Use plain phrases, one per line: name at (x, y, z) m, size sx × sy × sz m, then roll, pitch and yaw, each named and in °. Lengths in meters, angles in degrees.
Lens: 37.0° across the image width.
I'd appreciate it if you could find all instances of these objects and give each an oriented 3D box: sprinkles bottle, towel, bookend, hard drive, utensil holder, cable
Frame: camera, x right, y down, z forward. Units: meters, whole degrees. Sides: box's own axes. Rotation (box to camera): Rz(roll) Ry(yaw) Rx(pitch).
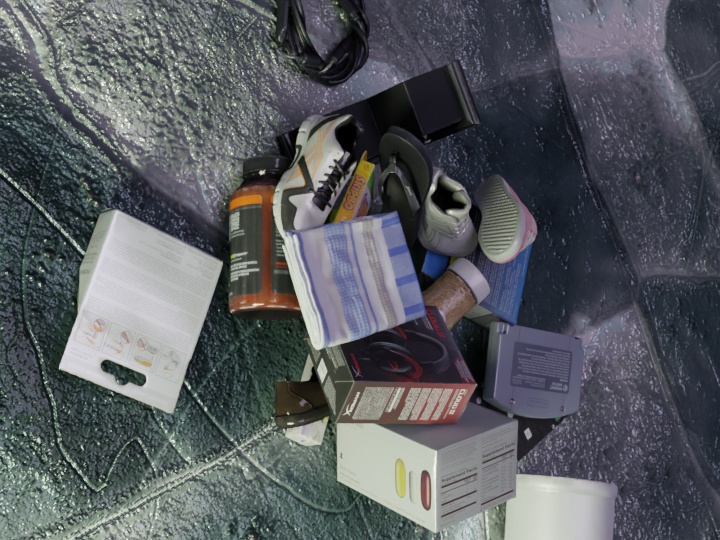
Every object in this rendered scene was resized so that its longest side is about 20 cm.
sprinkles bottle at (0.093, 0.071, 1.524) m, size 0.199 × 0.068 × 0.069 m, roll -42°, pitch 108°, yaw -12°
towel at (-0.003, 0.007, 1.330) m, size 0.198 × 0.024 × 0.150 m, roll -13°, pitch 85°, yaw -43°
bookend at (0.025, -0.194, 1.480) m, size 0.197 × 0.198 × 0.094 m, roll -27°, pitch 97°, yaw -39°
hard drive at (0.240, 0.209, 1.677) m, size 0.199 × 0.038 × 0.142 m, roll -33°, pitch 102°, yaw -37°
utensil holder at (0.292, 0.414, 1.601) m, size 0.168 × 0.169 × 0.204 m, roll 15°, pitch 75°, yaw -35°
cable at (-0.049, -0.375, 1.551) m, size 0.161 × 0.050 × 0.204 m, roll 13°, pitch 73°, yaw -36°

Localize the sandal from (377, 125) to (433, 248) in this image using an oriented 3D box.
sandal at (0.054, -0.100, 1.431) m, size 0.043 × 0.075 × 0.202 m, roll -51°, pitch 152°, yaw -39°

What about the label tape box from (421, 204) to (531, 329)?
label tape box at (0.163, -0.016, 1.642) m, size 0.198 × 0.063 × 0.147 m, roll 28°, pitch 65°, yaw -29°

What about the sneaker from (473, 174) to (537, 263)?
sneaker at (0.222, -0.053, 1.567) m, size 0.105 × 0.075 × 0.201 m, roll 50°, pitch 19°, yaw -26°

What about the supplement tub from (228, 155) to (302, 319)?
supplement tub at (-0.118, -0.043, 1.396) m, size 0.106 × 0.106 × 0.204 m, roll 7°, pitch 78°, yaw -37°

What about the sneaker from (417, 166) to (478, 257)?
sneaker at (0.121, -0.078, 1.503) m, size 0.200 × 0.098 × 0.079 m, roll 42°, pitch 69°, yaw -42°

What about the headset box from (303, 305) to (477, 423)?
headset box at (0.045, 0.116, 1.370) m, size 0.197 × 0.076 × 0.150 m, roll 5°, pitch 39°, yaw -27°

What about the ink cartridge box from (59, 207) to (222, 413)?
ink cartridge box at (-0.270, 0.049, 1.303) m, size 0.161 × 0.057 × 0.203 m, roll 27°, pitch 74°, yaw -32°

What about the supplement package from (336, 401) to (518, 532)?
supplement package at (0.086, 0.240, 1.430) m, size 0.154 × 0.198 × 0.113 m, roll -12°, pitch 108°, yaw -39°

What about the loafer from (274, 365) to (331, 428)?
loafer at (-0.028, 0.145, 1.401) m, size 0.198 × 0.072 × 0.073 m, roll -16°, pitch 92°, yaw -37°

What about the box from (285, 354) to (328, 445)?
box at (-0.051, 0.136, 1.458) m, size 0.038 × 0.041 × 0.203 m, roll 29°, pitch 64°, yaw -30°

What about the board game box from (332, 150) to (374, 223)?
board game box at (-0.021, -0.051, 1.407) m, size 0.029 × 0.096 × 0.203 m, roll 17°, pitch 68°, yaw 6°

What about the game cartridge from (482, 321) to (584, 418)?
game cartridge at (0.266, 0.157, 1.651) m, size 0.198 × 0.040 × 0.136 m, roll 13°, pitch 78°, yaw -38°

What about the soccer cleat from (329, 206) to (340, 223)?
soccer cleat at (0.000, 0.000, 1.479) m, size 0.083 × 0.065 × 0.202 m, roll -17°, pitch 70°, yaw -31°

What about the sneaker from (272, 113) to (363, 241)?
sneaker at (-0.051, -0.117, 1.352) m, size 0.074 × 0.079 × 0.203 m, roll 38°, pitch 56°, yaw -43°
